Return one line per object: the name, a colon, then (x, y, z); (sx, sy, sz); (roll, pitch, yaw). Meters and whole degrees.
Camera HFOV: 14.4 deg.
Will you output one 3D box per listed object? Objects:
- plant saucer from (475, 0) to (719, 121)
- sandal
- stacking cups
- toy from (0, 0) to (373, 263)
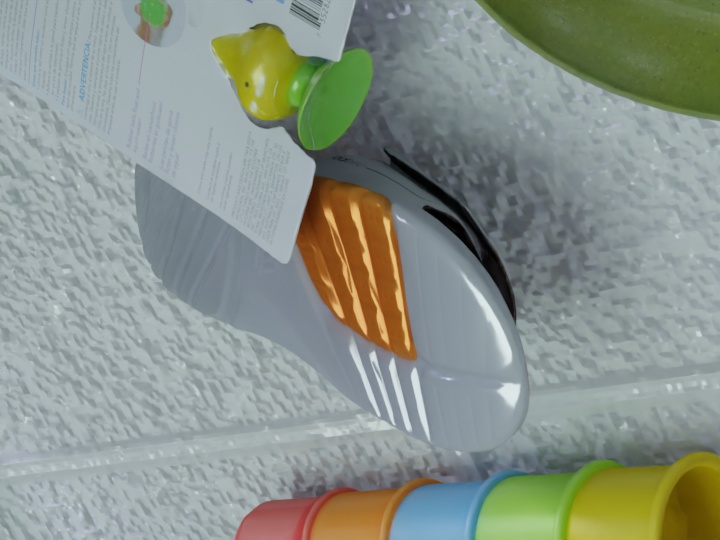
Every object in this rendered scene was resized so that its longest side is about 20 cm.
plant saucer: (0.115, -0.115, 0.751); (0.199, 0.031, 0.200); (5, 143, 4)
sandal: (-0.001, -0.008, 0.946); (0.207, 0.059, 0.079); (27, 127, 48)
stacking cups: (0.040, 0.093, 0.989); (0.200, 0.060, 0.061); (-3, 118, 43)
toy: (-0.074, -0.102, 0.928); (0.200, 0.047, 0.115); (35, 128, 29)
